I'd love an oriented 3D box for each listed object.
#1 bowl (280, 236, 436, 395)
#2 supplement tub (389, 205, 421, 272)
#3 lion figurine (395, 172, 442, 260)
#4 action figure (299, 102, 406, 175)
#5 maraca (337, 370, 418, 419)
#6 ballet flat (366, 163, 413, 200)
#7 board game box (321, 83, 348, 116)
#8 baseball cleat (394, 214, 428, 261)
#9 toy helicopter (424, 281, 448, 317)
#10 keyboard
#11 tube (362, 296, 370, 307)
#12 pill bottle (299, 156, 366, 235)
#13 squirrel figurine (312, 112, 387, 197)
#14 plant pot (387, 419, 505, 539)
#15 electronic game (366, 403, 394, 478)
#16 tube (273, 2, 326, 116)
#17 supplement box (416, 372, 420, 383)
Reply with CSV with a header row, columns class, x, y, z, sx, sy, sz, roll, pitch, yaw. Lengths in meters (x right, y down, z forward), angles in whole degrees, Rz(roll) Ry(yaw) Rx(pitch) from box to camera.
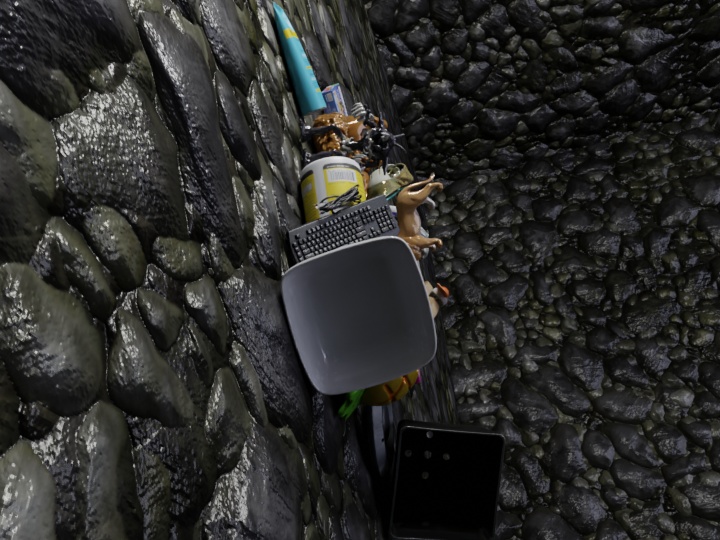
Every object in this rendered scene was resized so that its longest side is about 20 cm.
class,x,y,z,sx,sy,sz,roll,pitch,yaw
bowl,-0.001,0.059,0.864,0.075,0.196,0.204,-101,175,-78
supplement tub,0.060,-0.025,1.360,0.146,0.142,0.204,55,24,-61
lion figurine,0.099,-0.093,1.200,0.072,0.120,0.205,170,-82,-74
action figure,-0.009,-0.232,1.094,0.102,0.195,0.122,-179,-96,-86
maraca,0.030,0.172,1.002,0.199,0.106,0.139,-33,151,-47
ballet flat,0.052,-0.177,1.218,0.200,0.069,0.072,-38,115,-59
board game box,-0.046,-0.337,1.454,0.136,0.034,0.204,-77,152,-67
baseball cleat,0.048,-0.077,1.269,0.070,0.196,0.108,126,-27,-58
toy helicopter,0.118,0.061,1.142,0.079,0.132,0.200,46,20,-8
keyboard,-0.026,-0.073,0.937,0.106,0.198,0.040,62,-33,4
tube,0.034,0.042,1.004,0.199,0.076,0.051,11,58,-64
pill bottle,-0.038,-0.077,1.021,0.111,0.109,0.204,46,34,-69
squirrel figurine,-0.030,-0.219,1.247,0.199,0.139,0.191,0,87,-64
plant pot,0.146,0.385,1.168,0.177,0.195,0.204,-169,-94,-83
electronic game,0.035,0.286,1.146,0.200,0.041,0.205,-6,90,-81
tube,-0.122,-0.398,1.146,0.078,0.049,0.204,-83,153,-79
supplement box,0.054,0.139,1.262,0.104,0.099,0.203,-83,158,-60
